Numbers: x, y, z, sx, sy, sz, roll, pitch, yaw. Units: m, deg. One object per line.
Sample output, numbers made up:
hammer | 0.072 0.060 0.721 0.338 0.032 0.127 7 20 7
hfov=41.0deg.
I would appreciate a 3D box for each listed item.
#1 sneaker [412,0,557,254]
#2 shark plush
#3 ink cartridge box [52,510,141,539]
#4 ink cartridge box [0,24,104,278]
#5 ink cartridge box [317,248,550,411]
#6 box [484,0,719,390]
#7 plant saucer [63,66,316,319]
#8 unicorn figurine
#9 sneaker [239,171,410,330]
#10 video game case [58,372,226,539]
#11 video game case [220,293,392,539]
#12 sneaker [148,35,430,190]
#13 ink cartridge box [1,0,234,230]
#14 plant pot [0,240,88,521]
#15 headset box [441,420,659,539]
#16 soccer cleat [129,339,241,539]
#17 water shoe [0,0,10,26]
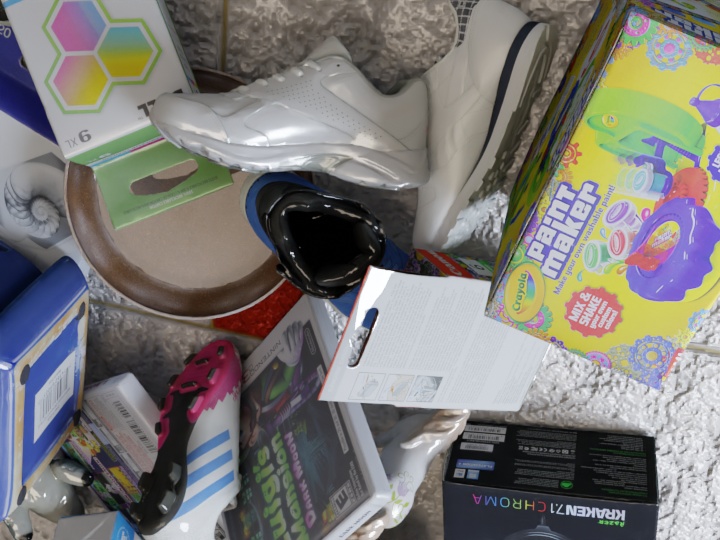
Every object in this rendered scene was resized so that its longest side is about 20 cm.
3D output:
sneaker | 0.073 -0.101 0.711 0.080 0.076 0.201 27 116 15
shark plush | -0.354 0.189 0.955 0.200 0.083 0.091 36 82 -7
ink cartridge box | -0.237 0.341 0.950 0.067 0.117 0.201 -10 134 11
ink cartridge box | -0.296 -0.100 0.817 0.199 0.041 0.200 31 119 -2
ink cartridge box | 0.057 0.044 0.714 0.199 0.050 0.109 8 112 -36
box | 0.179 -0.071 0.619 0.121 0.193 0.201 23 120 2
plant saucer | -0.134 -0.061 0.771 0.199 0.032 0.202 0 102 -2
unicorn figurine | 0.033 0.153 0.814 0.074 0.201 0.137 35 143 -20
sneaker | -0.001 0.001 0.725 0.200 0.111 0.077 41 91 -23
video game case | -0.209 0.193 0.916 0.182 0.023 0.200 -19 111 44
video game case | -0.065 0.150 0.807 0.023 0.201 0.182 16 128 -39
sneaker | -0.044 -0.115 0.672 0.199 0.078 0.100 6 97 -15
ink cartridge box | -0.179 -0.140 0.706 0.103 0.059 0.201 -21 91 2
plant pot | -0.333 0.083 0.786 0.179 0.200 0.201 12 115 3
headset box | 0.162 0.243 0.836 0.173 0.093 0.201 4 117 14
soccer cleat | -0.133 0.154 0.822 0.070 0.201 0.086 -20 128 31
water shoe | -0.323 -0.267 0.719 0.071 0.079 0.201 -25 107 24
